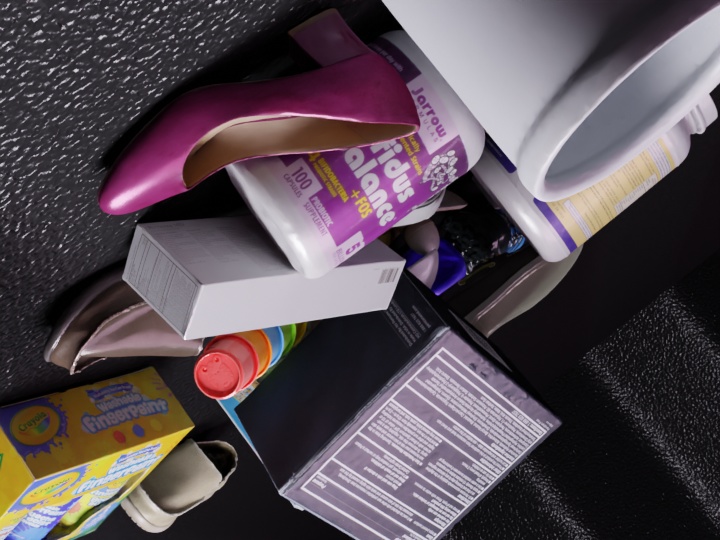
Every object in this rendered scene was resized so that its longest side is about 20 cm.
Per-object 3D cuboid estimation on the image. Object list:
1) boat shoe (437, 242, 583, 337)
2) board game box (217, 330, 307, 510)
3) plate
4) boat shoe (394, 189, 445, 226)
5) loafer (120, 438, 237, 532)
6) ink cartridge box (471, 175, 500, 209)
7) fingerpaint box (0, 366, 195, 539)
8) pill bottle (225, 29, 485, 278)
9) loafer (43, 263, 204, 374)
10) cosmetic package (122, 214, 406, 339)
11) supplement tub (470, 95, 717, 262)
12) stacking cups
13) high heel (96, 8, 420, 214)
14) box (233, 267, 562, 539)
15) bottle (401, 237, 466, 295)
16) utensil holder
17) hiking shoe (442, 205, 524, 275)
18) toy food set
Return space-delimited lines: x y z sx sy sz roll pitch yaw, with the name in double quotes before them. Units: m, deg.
"boat shoe" 0.125 0.019 1.317 0.201 0.061 0.072 -39 149 -8
"board game box" -0.028 0.129 1.418 0.200 0.148 0.064 -37 167 -4
"plate" -0.004 0.060 1.299 0.200 0.032 0.200 -35 175 -4
"boat shoe" 0.022 -0.076 1.083 0.200 0.071 0.064 -28 150 -59
"loafer" -0.192 0.217 1.451 0.068 0.076 0.200 -44 173 16
"ink cartridge box" 0.216 -0.129 1.426 0.162 0.050 0.200 -44 161 21
"fingerpaint box" -0.262 0.174 1.150 0.167 0.073 0.200 -46 163 26
"pill bottle" 0.014 -0.093 0.939 0.200 0.112 0.112 -37 165 -7
"loafer" -0.141 0.030 1.017 0.199 0.071 0.073 -27 161 -37
"cosmetic package" -0.067 0.000 1.001 0.199 0.083 0.051 -6 128 -44
"supplement tub" 0.205 -0.121 1.238 0.200 0.146 0.145 -39 165 4
"stacking cups" -0.090 0.065 1.137 0.060 0.061 0.200 -42 -176 14
"high heel" -0.063 -0.075 0.846 0.200 0.096 0.067 -37 165 -5
"box" 0.033 0.127 1.202 0.198 0.123 0.200 -45 132 5
"bottle" 0.056 0.039 1.505 0.083 0.065 0.200 -35 165 -26
"utensil holder" 0.100 -0.167 0.761 0.170 0.200 0.170 -36 164 -12
"hiking shoe" 0.139 -0.047 1.455 0.087 0.074 0.200 -39 176 -5
"toy food set" 0.000 0.000 1.276 0.200 0.060 0.143 -46 163 25
